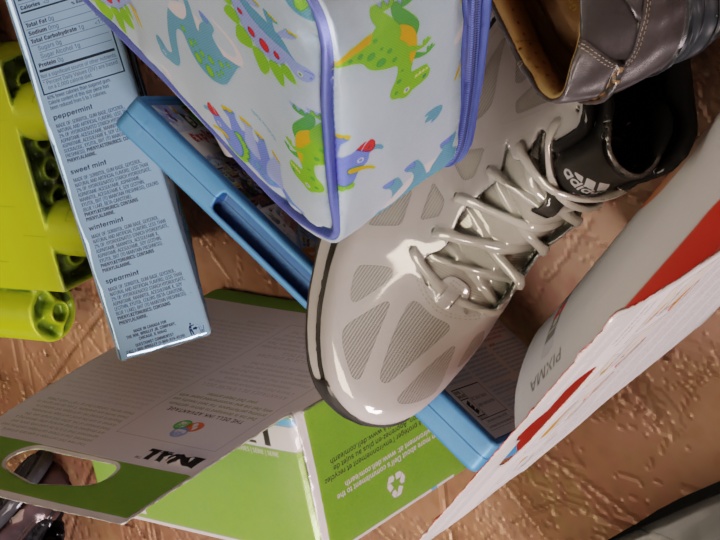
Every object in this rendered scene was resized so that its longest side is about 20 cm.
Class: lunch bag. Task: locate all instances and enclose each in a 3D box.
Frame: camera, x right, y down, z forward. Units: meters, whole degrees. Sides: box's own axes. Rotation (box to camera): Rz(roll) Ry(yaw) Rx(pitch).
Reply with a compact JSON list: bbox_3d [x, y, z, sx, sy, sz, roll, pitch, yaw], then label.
[{"bbox_3d":[-0.043,-0.115,0.880,0.200,0.082,0.161,47,158,26],"label":"lunch bag"}]

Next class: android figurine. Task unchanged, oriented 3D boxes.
[{"bbox_3d":[-0.196,-0.052,1.338,0.200,0.041,0.182,5,116,41],"label":"android figurine"}]

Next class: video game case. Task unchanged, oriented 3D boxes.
[{"bbox_3d":[0.000,0.000,1.096,0.200,0.143,0.018,44,106,12],"label":"video game case"}]

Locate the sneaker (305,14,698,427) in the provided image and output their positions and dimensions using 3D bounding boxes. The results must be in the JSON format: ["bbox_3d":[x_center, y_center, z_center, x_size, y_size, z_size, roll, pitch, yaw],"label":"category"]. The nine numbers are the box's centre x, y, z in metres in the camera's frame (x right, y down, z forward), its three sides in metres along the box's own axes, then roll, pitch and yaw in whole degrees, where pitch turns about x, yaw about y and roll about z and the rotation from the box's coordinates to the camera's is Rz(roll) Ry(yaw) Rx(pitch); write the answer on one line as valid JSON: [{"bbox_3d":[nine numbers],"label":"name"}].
[{"bbox_3d":[0.050,-0.028,0.953,0.076,0.201,0.115,27,-178,-19],"label":"sneaker"}]

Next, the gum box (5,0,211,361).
[{"bbox_3d":[-0.118,-0.080,1.166,0.170,0.044,0.200,-113,7,-74],"label":"gum box"}]

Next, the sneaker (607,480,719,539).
[{"bbox_3d":[0.146,0.148,1.088,0.199,0.076,0.114,-28,86,44],"label":"sneaker"}]

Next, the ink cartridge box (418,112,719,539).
[{"bbox_3d":[0.096,0.003,0.958,0.050,0.200,0.162,49,138,12],"label":"ink cartridge box"}]

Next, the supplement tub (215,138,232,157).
[{"bbox_3d":[-0.042,-0.160,1.044,0.140,0.140,0.200,-19,99,48],"label":"supplement tub"}]

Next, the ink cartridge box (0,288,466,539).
[{"bbox_3d":[-0.074,0.086,1.175,0.148,0.200,0.076,8,118,42],"label":"ink cartridge box"}]

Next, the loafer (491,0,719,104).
[{"bbox_3d":[0.046,-0.147,0.846,0.073,0.072,0.200,-26,96,49],"label":"loafer"}]

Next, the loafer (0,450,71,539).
[{"bbox_3d":[-0.187,0.157,1.441,0.063,0.072,0.200,38,144,-5],"label":"loafer"}]
